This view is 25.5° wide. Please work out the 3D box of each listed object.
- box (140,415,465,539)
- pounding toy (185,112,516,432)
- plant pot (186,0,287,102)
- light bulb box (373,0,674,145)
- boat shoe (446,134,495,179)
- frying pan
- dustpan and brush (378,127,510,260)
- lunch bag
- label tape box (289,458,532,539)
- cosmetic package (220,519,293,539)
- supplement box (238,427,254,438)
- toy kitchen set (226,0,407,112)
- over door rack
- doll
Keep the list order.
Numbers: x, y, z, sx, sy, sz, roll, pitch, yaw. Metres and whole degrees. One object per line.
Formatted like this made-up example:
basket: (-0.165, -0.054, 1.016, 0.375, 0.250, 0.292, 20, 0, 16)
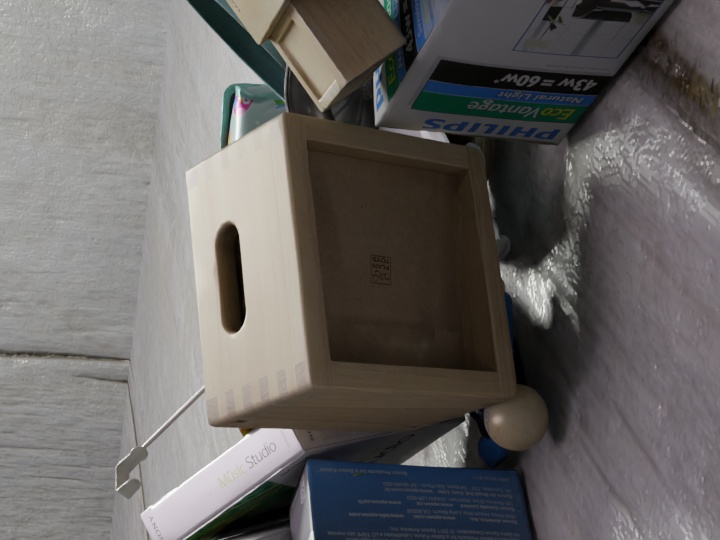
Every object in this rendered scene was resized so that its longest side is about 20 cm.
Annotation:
box: (-0.034, 0.132, 1.080, 0.144, 0.199, 0.036, -38, 70, 29)
pounding toy: (-0.011, -0.007, 0.965, 0.142, 0.183, 0.201, -24, 67, 46)
plant pot: (-0.035, -0.207, 1.173, 0.134, 0.200, 0.200, -46, 16, -3)
light bulb box: (0.087, -0.206, 0.913, 0.200, 0.124, 0.200, 124, 147, -61)
boat shoe: (0.072, -0.149, 1.084, 0.072, 0.065, 0.201, 21, 127, 51)
frying pan: (0.017, -0.128, 1.110, 0.031, 0.189, 0.116, 17, 97, 40)
dustpan and brush: (0.050, -0.046, 1.103, 0.140, 0.057, 0.200, 62, 152, 14)
lunch bag: (-0.080, -0.099, 1.562, 0.200, 0.121, 0.172, -119, 33, -79)
label tape box: (0.037, 0.215, 0.950, 0.063, 0.143, 0.201, 112, 158, -47)
cosmetic package: (-0.029, 0.221, 1.073, 0.081, 0.200, 0.114, -16, 82, 32)
supplement box: (-0.056, 0.083, 1.081, 0.200, 0.068, 0.067, 75, 172, -75)
toy kitchen set: (-0.001, -0.230, 0.875, 0.201, 0.180, 0.163, 54, 167, -2)
over door rack: (-0.078, 0.123, 1.232, 0.200, 0.148, 0.067, -49, 24, 4)
doll: (0.078, 0.065, 1.031, 0.200, 0.048, 0.137, -131, 37, -67)
